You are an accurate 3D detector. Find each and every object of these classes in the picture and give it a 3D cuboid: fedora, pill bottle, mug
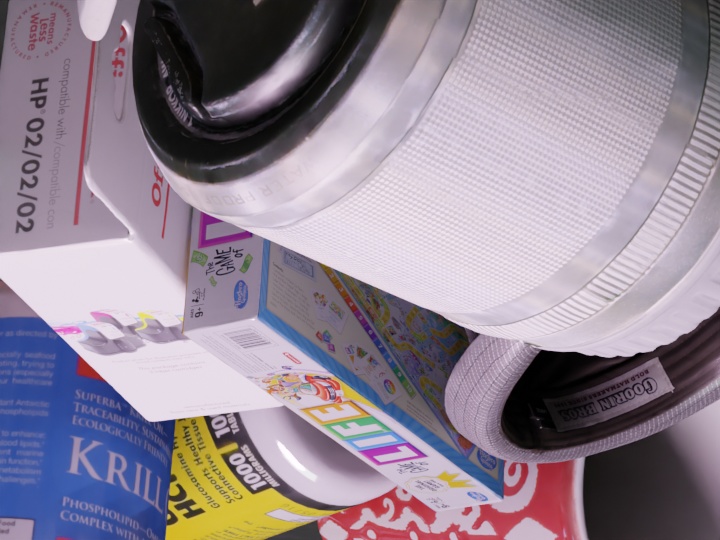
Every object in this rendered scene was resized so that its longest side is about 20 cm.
[{"bbox_3d":[0.111,-0.008,1.154,0.176,0.090,0.200,3,143,-43],"label":"fedora"},{"bbox_3d":[-0.070,0.076,1.348,0.112,0.113,0.200,23,147,-35],"label":"pill bottle"},{"bbox_3d":[0.096,0.105,1.351,0.177,0.134,0.200,8,172,-39],"label":"mug"},{"bbox_3d":[-0.136,0.070,1.243,0.112,0.201,0.112,2,155,1],"label":"pill bottle"}]

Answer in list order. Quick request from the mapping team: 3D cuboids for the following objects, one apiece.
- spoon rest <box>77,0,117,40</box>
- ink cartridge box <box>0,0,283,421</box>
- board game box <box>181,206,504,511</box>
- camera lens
[{"bbox_3d":[-0.173,-0.120,0.901,0.199,0.061,0.099,9,141,-14],"label":"spoon rest"},{"bbox_3d":[-0.089,-0.034,1.120,0.068,0.116,0.200,-7,152,18],"label":"ink cartridge box"},{"bbox_3d":[0.000,0.000,1.159,0.034,0.135,0.200,-11,150,28],"label":"board game box"},{"bbox_3d":[0.035,-0.069,0.984,0.200,0.161,0.160,23,148,-36],"label":"camera lens"}]
